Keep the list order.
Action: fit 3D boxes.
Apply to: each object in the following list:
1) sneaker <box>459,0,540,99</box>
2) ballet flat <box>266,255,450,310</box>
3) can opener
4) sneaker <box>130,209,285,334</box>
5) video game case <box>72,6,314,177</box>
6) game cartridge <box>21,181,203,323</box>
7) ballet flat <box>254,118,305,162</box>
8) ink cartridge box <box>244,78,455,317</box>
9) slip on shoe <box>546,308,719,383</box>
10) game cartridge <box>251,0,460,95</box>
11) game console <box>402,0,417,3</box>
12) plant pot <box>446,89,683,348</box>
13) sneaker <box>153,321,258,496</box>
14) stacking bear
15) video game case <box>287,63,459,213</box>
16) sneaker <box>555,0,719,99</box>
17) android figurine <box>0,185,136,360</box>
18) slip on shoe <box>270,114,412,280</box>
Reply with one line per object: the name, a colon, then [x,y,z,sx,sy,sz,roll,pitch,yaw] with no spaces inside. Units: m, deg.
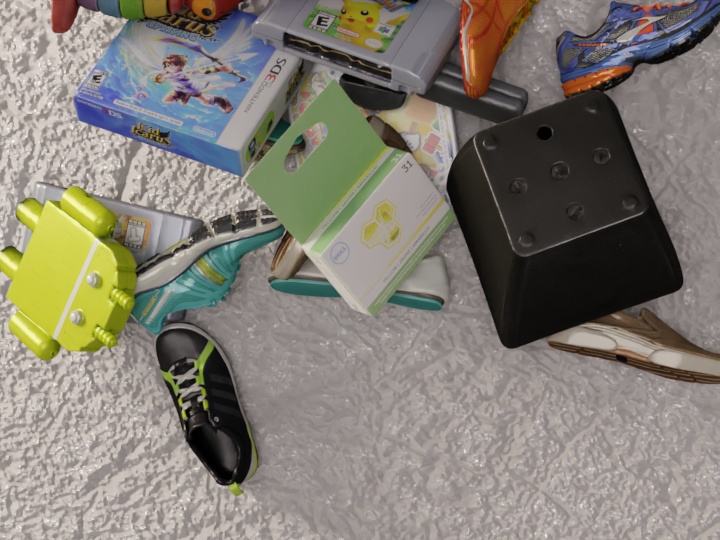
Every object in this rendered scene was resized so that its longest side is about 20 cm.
sneaker: [0.144,-0.269,1.565,0.076,0.073,0.202,11,71,9]
ballet flat: [0.000,0.000,1.640,0.198,0.069,0.070,6,94,6]
can opener: [0.077,-0.191,1.604,0.198,0.053,0.067,16,128,8]
sneaker: [-0.164,-0.002,1.636,0.199,0.078,0.080,-29,105,10]
video game case: [-0.171,-0.204,1.596,0.198,0.046,0.182,19,55,14]
game cartridge: [-0.282,-0.013,1.693,0.198,0.042,0.135,13,91,8]
ballet flat: [-0.149,-0.160,1.654,0.199,0.068,0.076,33,122,14]
ink cartridge box: [-0.006,-0.072,1.541,0.146,0.048,0.200,-49,126,-14]
slip on shoe: [0.296,0.070,1.585,0.198,0.076,0.061,13,78,11]
game cartridge: [0.002,-0.261,1.593,0.198,0.134,0.041,20,138,13]
game console: [-0.025,-0.356,1.563,0.198,0.119,0.174,20,77,12]
plant pot: [0.197,-0.066,1.505,0.198,0.178,0.201,-19,70,3]
sneaker: [-0.166,0.148,1.655,0.071,0.083,0.201,-28,91,9]
stacking bear: [-0.217,-0.311,1.587,0.198,0.122,0.115,6,54,-2]
video game case: [0.014,-0.150,1.645,0.180,0.023,0.202,-8,92,9]
sneaker: [0.290,-0.250,1.573,0.198,0.075,0.079,-25,86,8]
android figurine: [-0.313,0.008,1.627,0.200,0.041,0.183,37,107,31]
slip on shoe: [-0.020,-0.067,1.601,0.060,0.076,0.201,36,79,-12]
